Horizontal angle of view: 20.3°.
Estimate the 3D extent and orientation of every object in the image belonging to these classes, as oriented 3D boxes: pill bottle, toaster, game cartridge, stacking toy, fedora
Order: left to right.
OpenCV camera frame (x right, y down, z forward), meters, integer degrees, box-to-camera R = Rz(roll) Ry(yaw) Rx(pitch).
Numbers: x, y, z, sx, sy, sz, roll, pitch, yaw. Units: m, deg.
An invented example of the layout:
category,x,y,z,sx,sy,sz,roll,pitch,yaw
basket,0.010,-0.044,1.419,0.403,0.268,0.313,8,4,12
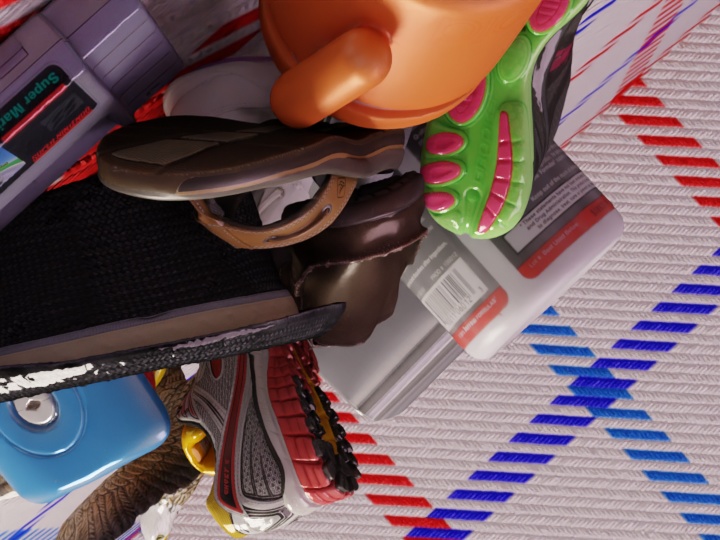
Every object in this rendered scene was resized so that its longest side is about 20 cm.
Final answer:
category,x,y,z,sx,sy,sz,roll,pitch,yaw
game cartridge,-0.157,-0.034,0.802,0.200,0.038,0.130,-42,179,-1
stacking toy,-0.139,0.027,1.125,0.116,0.110,0.200,-27,-166,29
fedora,-0.109,0.003,0.925,0.199,0.092,0.201,-12,179,0
toaster,0.011,0.004,1.410,0.119,0.200,0.181,-47,174,12
pill bottle,0.042,-0.059,1.120,0.116,0.200,0.116,-41,174,-5

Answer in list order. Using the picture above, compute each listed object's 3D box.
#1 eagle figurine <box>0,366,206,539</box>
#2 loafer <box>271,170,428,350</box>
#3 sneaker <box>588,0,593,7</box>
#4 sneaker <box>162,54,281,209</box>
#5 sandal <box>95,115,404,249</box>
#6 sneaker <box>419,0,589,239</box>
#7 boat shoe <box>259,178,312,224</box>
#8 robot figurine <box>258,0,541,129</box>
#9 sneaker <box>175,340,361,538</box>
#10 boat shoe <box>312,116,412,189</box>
category,x,y,z,sx,sy,sz,roll,pitch,yaw
eagle figurine,-0.134,0.113,1.179,0.199,0.152,0.151,-9,-179,-26
loafer,0.000,0.000,1.020,0.072,0.072,0.200,-15,174,-8
sneaker,0.107,-0.177,1.411,0.200,0.073,0.112,-55,165,30
sneaker,-0.068,-0.036,1.016,0.074,0.100,0.200,-4,156,-23
sandal,-0.042,-0.038,0.885,0.200,0.081,0.055,-12,110,-66
sneaker,0.075,-0.118,1.005,0.084,0.076,0.201,-59,168,-70
boat shoe,-0.065,-0.035,1.260,0.200,0.066,0.072,-40,174,-20
robot figurine,0.019,-0.132,0.858,0.116,0.145,0.200,1,159,-16
sneaker,-0.068,0.060,1.079,0.082,0.078,0.201,-31,-143,7
boat shoe,0.005,-0.132,1.014,0.072,0.071,0.201,-12,132,-53
